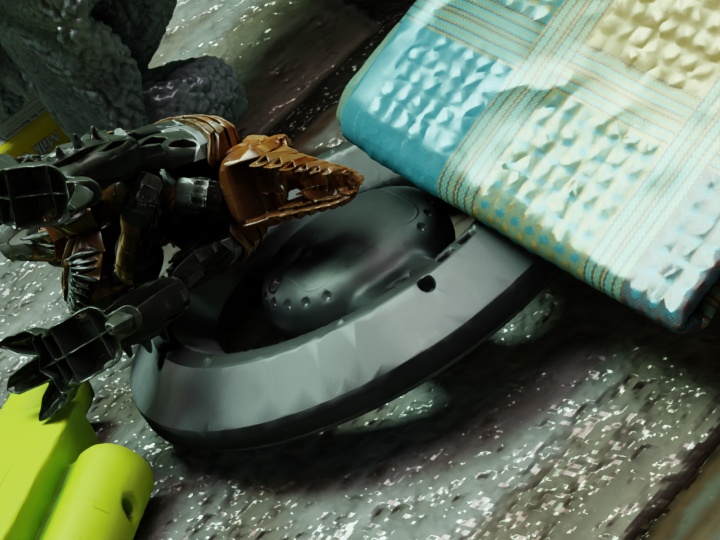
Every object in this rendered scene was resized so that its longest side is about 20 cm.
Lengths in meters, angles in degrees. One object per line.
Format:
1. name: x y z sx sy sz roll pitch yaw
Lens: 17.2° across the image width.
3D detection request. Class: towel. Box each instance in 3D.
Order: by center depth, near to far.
1. towel: 0.089 -0.072 0.834 0.147 0.022 0.200 -53 44 -4

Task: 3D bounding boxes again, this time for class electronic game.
1. electronic game: 0.000 0.000 0.909 0.199 0.042 0.200 -26 24 12

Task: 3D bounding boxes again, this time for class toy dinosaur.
1. toy dinosaur: -0.080 -0.026 0.899 0.136 0.102 0.200 -29 -6 -42

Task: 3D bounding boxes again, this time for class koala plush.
1. koala plush: -0.106 -0.173 1.075 0.177 0.184 0.200 25 63 35

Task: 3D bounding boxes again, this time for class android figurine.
1. android figurine: -0.166 0.108 0.870 0.181 0.041 0.200 -13 30 20

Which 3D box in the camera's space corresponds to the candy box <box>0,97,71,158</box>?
1. candy box: -0.217 -0.041 1.155 0.200 0.026 0.102 -40 36 -21
